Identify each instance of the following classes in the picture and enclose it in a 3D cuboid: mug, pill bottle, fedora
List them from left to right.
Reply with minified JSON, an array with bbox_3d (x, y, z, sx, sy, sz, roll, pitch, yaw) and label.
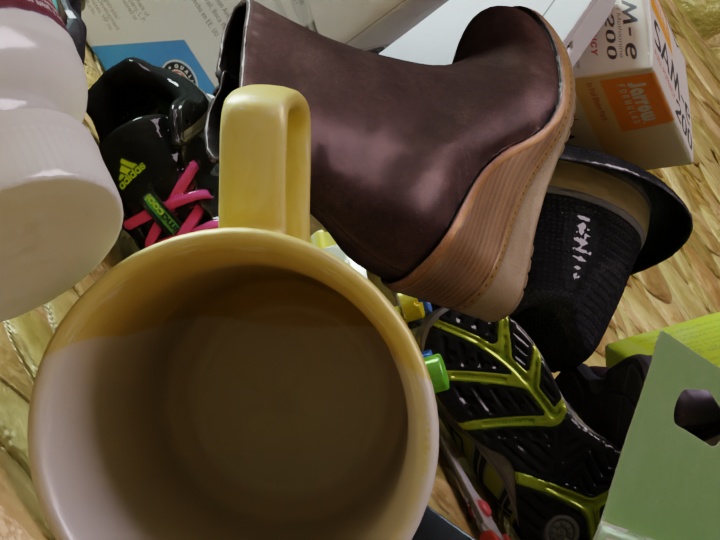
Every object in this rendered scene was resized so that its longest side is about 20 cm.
[{"bbox_3d":[-0.166,-0.084,0.983,0.110,0.109,0.200,27,32,-59],"label":"pill bottle"},{"bbox_3d":[-0.027,0.041,1.032,0.149,0.187,0.153,34,6,5],"label":"mug"},{"bbox_3d":[0.092,0.003,1.501,0.201,0.200,0.092,34,57,-52],"label":"fedora"}]

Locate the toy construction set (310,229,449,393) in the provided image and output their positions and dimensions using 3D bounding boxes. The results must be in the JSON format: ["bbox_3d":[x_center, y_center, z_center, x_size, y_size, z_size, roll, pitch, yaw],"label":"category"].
[{"bbox_3d":[0.000,0.000,1.296,0.200,0.092,0.131,-75,150,-50],"label":"toy construction set"}]

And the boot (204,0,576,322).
[{"bbox_3d":[0.015,-0.084,1.228,0.166,0.072,0.200,32,43,-24],"label":"boot"}]

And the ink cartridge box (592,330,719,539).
[{"bbox_3d":[0.165,0.147,1.353,0.048,0.200,0.145,17,-7,35],"label":"ink cartridge box"}]

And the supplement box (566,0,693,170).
[{"bbox_3d":[0.076,-0.101,1.495,0.126,0.200,0.074,52,33,-61],"label":"supplement box"}]

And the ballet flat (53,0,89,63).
[{"bbox_3d":[-0.151,-0.112,1.180,0.073,0.073,0.200,46,12,-28],"label":"ballet flat"}]

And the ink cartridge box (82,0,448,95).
[{"bbox_3d":[-0.043,-0.163,1.330,0.147,0.200,0.086,57,16,7],"label":"ink cartridge box"}]

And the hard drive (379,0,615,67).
[{"bbox_3d":[0.017,-0.133,1.415,0.132,0.200,0.027,-54,150,-37],"label":"hard drive"}]

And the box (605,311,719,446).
[{"bbox_3d":[0.241,0.084,1.533,0.200,0.122,0.048,-139,-141,-56],"label":"box"}]

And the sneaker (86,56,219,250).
[{"bbox_3d":[-0.080,-0.024,1.186,0.087,0.074,0.200,36,23,-39],"label":"sneaker"}]

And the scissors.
[{"bbox_3d":[0.066,0.133,1.383,0.200,0.014,0.073,59,16,13],"label":"scissors"}]

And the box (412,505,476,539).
[{"bbox_3d":[0.068,0.159,1.127,0.158,0.051,0.200,43,-7,-37],"label":"box"}]

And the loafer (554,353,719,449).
[{"bbox_3d":[0.155,0.085,1.500,0.200,0.063,0.072,149,-56,-75],"label":"loafer"}]

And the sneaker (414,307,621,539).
[{"bbox_3d":[0.097,0.099,1.442,0.200,0.075,0.076,61,-6,-10],"label":"sneaker"}]
